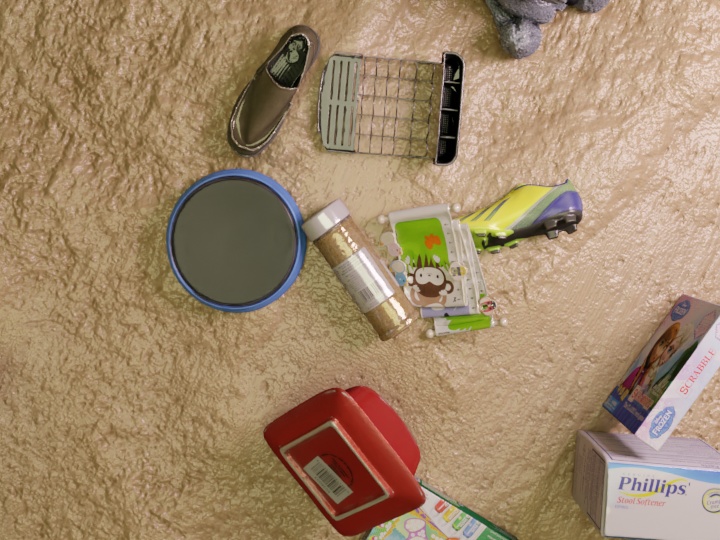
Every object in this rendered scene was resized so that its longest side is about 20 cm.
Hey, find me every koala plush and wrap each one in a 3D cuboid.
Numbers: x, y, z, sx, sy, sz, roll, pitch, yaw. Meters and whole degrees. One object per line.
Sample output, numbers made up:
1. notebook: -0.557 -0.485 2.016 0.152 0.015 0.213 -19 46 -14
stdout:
1. koala plush: 0.235 -0.400 1.474 0.177 0.200 0.185 -33 93 3

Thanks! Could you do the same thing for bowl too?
1. bowl: -0.175 -0.040 1.580 0.198 0.039 0.203 0 94 0

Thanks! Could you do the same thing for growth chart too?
1. growth chart: 0.108 0.001 1.568 0.144 0.018 0.202 -17 101 27

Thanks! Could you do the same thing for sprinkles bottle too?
1. sprinkles bottle: 0.000 0.000 1.569 0.068 0.068 0.201 -35 94 2

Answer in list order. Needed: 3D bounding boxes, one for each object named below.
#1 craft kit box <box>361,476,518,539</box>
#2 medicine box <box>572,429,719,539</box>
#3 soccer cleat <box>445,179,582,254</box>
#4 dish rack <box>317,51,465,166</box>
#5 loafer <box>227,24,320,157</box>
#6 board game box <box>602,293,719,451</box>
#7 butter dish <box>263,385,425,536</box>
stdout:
1. craft kit box: 0.094 0.421 1.612 0.199 0.049 0.199 30 96 -2
2. medicine box: 0.395 0.289 1.523 0.180 0.200 0.104 4 94 0
3. soccer cleat: 0.209 -0.078 1.576 0.198 0.065 0.084 -11 63 6
4. dish rack: 0.040 -0.227 1.560 0.198 0.055 0.155 5 93 0
5. loafer: -0.124 -0.250 1.550 0.075 0.070 0.201 28 94 -2
6. board game box: 0.416 0.130 1.513 0.041 0.200 0.200 35 93 -2
7. butter dish: 0.000 0.236 1.554 0.201 0.148 0.199 51 133 -5
